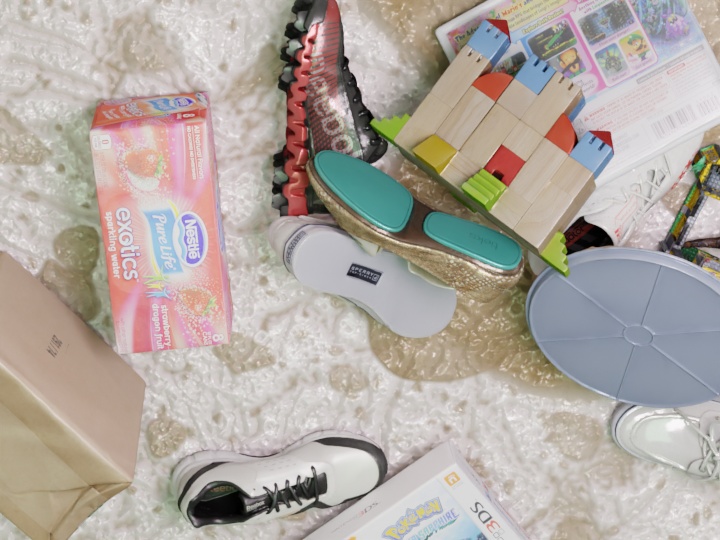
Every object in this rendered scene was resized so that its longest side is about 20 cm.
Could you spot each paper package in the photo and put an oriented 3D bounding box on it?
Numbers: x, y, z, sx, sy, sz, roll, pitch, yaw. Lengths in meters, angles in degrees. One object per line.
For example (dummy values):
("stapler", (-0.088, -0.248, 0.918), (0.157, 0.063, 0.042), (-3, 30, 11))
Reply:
("paper package", (-0.281, 0.108, 1.624), (0.103, 0.200, 0.191), (-42, 107, 13))

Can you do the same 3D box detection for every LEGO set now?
("LEGO set", (0.350, -0.008, 1.650), (0.199, 0.116, 0.154), (31, 108, -14))

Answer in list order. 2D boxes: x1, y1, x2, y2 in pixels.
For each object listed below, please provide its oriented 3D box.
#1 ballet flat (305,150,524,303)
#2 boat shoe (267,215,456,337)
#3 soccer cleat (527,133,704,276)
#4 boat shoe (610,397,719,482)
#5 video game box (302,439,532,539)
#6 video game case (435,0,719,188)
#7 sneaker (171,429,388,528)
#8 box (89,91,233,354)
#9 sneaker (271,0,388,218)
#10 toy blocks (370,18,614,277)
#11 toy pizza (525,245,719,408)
("ballet flat", (0.037, -0.028, 1.582), (0.199, 0.071, 0.066), (29, 134, 4))
("boat shoe", (0.000, 0.000, 1.660), (0.199, 0.070, 0.071), (20, 102, -40))
("soccer cleat", (0.223, -0.061, 1.645), (0.069, 0.085, 0.200), (42, 103, -16))
("boat shoe", (0.327, 0.164, 1.731), (0.200, 0.086, 0.075), (12, 109, -7))
("video game box", (0.055, 0.277, 1.768), (0.199, 0.047, 0.183), (-36, 115, 10))
("video game case", (0.190, -0.168, 1.608), (0.199, 0.024, 0.183), (-28, 89, 8))
("sneaker", (-0.071, 0.198, 1.731), (0.198, 0.080, 0.074), (-10, 108, -1))
("box", (-0.167, -0.041, 1.630), (0.101, 0.095, 0.202), (-4, 110, -2))
("sneaker", (-0.023, -0.136, 1.615), (0.097, 0.071, 0.202), (3, 112, -3))
("toy blocks", (0.129, -0.111, 1.567), (0.199, 0.100, 0.137), (38, 88, 15))
("toy pizza", (0.238, 0.044, 1.621), (0.198, 0.032, 0.201), (13, 141, 11))
